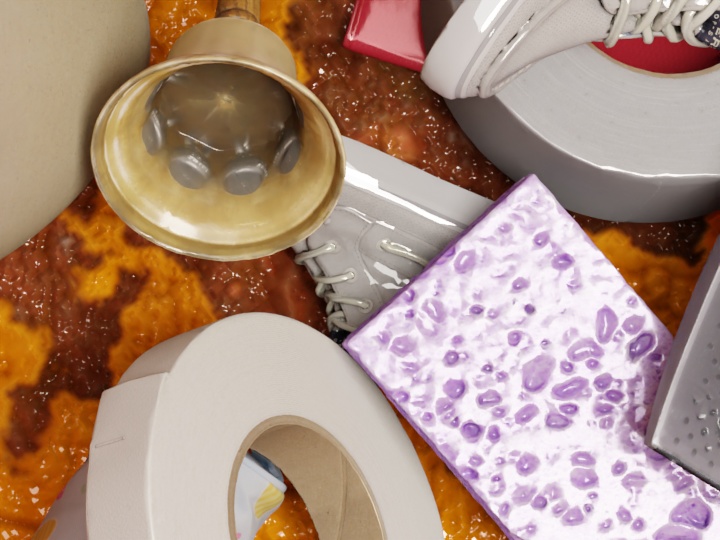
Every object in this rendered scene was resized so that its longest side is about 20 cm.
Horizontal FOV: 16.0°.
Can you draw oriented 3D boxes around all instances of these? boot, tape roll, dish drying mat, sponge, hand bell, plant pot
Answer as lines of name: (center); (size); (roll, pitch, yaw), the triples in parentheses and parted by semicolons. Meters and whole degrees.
boot: (0.122, -0.122, 1.069); (0.096, 0.074, 0.200); (42, 72, 9)
tape roll: (-0.034, 0.116, 1.064); (0.037, 0.203, 0.203); (-19, 86, 33)
boot: (0.000, 0.000, 1.145); (0.200, 0.074, 0.096); (21, 81, -1)
dish drying mat: (0.096, -0.111, 1.191); (0.200, 0.018, 0.077); (15, 81, -2)
tape roll: (0.130, -0.126, 1.153); (0.200, 0.066, 0.200); (2, 74, -7)
sponge: (0.097, 0.069, 1.107); (0.112, 0.030, 0.200); (-41, 90, -5)
hand bell: (-0.053, -0.106, 1.112); (0.104, 0.200, 0.104); (2, 129, 2)
plant pot: (-0.170, -0.096, 1.099); (0.134, 0.200, 0.200); (-17, 86, -40)

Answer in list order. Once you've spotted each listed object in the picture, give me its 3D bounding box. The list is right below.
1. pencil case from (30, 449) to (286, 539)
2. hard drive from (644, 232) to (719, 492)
pencil case: (-0.113, 0.154, 1.120); (0.091, 0.083, 0.200); (31, 84, -17)
hard drive: (0.205, 0.016, 1.085); (0.135, 0.042, 0.200); (31, 76, -16)
